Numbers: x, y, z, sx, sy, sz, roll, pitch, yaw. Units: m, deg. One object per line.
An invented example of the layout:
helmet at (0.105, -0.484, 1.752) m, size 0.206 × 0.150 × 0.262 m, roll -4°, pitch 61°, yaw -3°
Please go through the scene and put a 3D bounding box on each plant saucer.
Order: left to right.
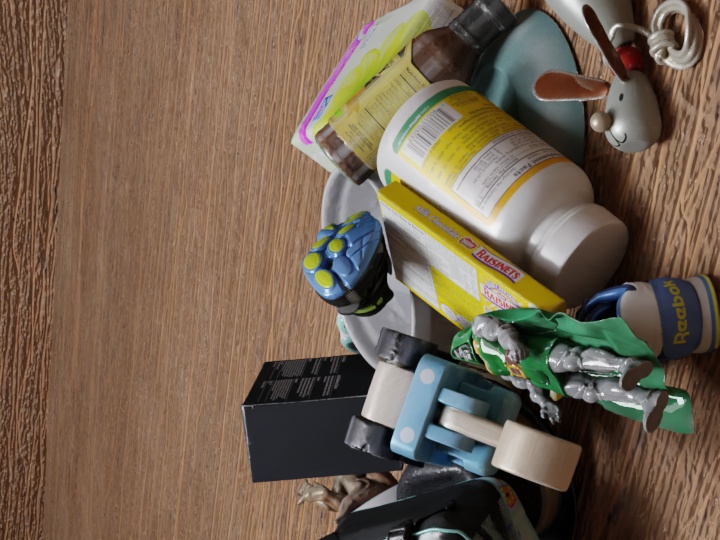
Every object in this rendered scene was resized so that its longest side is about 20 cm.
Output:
plant saucer at (0.131, -0.127, 1.441) m, size 0.201 × 0.039 × 0.201 m, roll 177°, pitch 90°, yaw -69°

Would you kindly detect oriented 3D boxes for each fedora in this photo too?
fedora at (0.095, 0.191, 1.436) m, size 0.200 × 0.092 × 0.201 m, roll 32°, pitch 137°, yaw 35°

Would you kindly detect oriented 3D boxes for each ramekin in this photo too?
ramekin at (0.050, -0.011, 1.530) m, size 0.200 × 0.105 × 0.201 m, roll 167°, pitch 90°, yaw -69°

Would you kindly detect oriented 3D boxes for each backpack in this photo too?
backpack at (0.073, 0.275, 1.330) m, size 0.176 × 0.153 × 0.200 m, roll -22°, pitch 95°, yaw 29°

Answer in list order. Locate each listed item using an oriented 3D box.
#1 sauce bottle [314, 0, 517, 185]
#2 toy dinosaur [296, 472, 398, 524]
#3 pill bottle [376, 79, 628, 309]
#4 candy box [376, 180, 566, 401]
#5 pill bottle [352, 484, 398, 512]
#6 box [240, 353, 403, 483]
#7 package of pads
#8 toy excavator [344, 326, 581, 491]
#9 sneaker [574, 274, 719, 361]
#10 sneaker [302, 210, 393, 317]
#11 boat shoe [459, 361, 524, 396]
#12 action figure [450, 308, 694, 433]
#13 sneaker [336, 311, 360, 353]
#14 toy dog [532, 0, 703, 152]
sauce bottle at (0.050, -0.161, 1.431) m, size 0.200 × 0.065 × 0.065 m, roll -42°, pitch 36°, yaw 6°
toy dinosaur at (0.014, 0.227, 1.676) m, size 0.086 × 0.135 × 0.200 m, roll -61°, pitch 3°, yaw 0°
pill bottle at (0.116, -0.059, 1.336) m, size 0.200 × 0.113 × 0.113 m, roll 41°, pitch 135°, yaw 32°
candy box at (0.089, 0.014, 1.310) m, size 0.200 × 0.026 × 0.102 m, roll 38°, pitch 151°, yaw 38°
pill bottle at (0.071, 0.303, 1.543) m, size 0.200 × 0.111 × 0.111 m, roll 59°, pitch 150°, yaw 19°
box at (-0.029, 0.134, 1.564) m, size 0.200 × 0.141 × 0.079 m, roll -70°, pitch -28°, yaw -81°
package of pads at (0.024, -0.179, 1.582) m, size 0.155 × 0.068 × 0.200 m, roll -57°, pitch 16°, yaw -13°
toy excavator at (0.090, 0.119, 1.281) m, size 0.194 × 0.200 × 0.100 m, roll 26°, pitch -98°, yaw -68°
sneaker at (0.192, 0.048, 1.255) m, size 0.200 × 0.082 × 0.074 m, roll 136°, pitch 124°, yaw -65°
sneaker at (0.000, 0.000, 1.386) m, size 0.083 × 0.071 × 0.200 m, roll 63°, pitch -175°, yaw -6°
boat shoe at (0.094, 0.105, 1.569) m, size 0.073 × 0.063 × 0.200 m, roll 67°, pitch 167°, yaw -18°
action figure at (0.137, 0.068, 1.201) m, size 0.200 × 0.055 × 0.118 m, roll 12°, pitch 140°, yaw 52°
sneaker at (0.002, -0.025, 1.716) m, size 0.140 × 0.078 × 0.200 m, roll -135°, pitch 55°, yaw -63°
toy dog at (0.166, -0.190, 1.259) m, size 0.132 × 0.096 × 0.200 m, roll 107°, pitch 151°, yaw -44°
